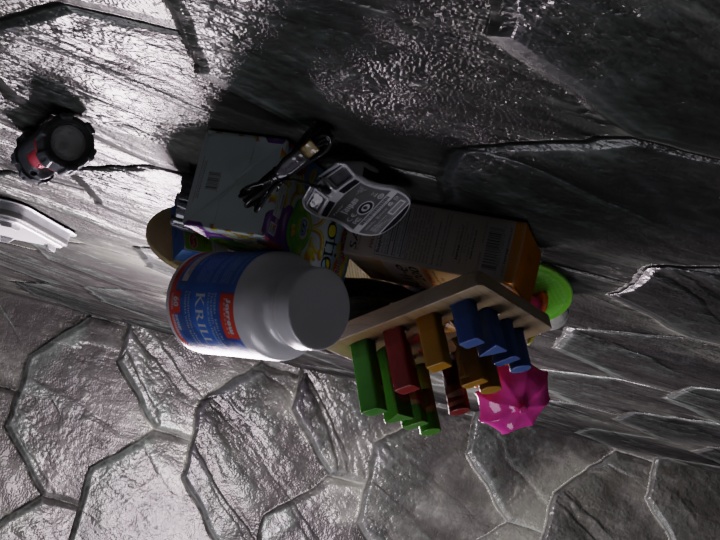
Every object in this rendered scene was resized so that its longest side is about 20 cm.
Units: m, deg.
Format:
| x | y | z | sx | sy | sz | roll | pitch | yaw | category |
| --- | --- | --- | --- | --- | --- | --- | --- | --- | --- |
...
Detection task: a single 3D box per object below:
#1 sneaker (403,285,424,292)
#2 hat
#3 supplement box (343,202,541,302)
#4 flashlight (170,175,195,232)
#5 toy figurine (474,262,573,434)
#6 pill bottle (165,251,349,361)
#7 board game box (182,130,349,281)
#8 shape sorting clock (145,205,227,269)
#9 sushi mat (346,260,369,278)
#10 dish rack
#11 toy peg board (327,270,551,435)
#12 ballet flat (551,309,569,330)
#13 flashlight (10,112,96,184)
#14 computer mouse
| x | y | z | sx | sy | sz | roll | pitch | yaw | category |
| --- | --- | --- | --- | --- | --- | --- | --- | --- | --- |
| 0.069 | 0.073 | 1.609 | 0.076 | 0.113 | 0.202 | 9 | 134 | 3 | sneaker |
| -0.023 | 0.054 | 1.480 | 0.198 | 0.082 | 0.201 | 6 | -173 | -1 | hat |
| 0.094 | -0.020 | 1.433 | 0.198 | 0.074 | 0.126 | 11 | 169 | 19 | supplement box |
| -0.125 | -0.058 | 1.517 | 0.197 | 0.069 | 0.068 | 15 | -155 | -6 | flashlight |
| 0.171 | 0.114 | 1.555 | 0.148 | 0.186 | 0.200 | 17 | 147 | -15 | toy figurine |
| -0.106 | 0.036 | 1.317 | 0.112 | 0.114 | 0.199 | 23 | 165 | -39 | pill bottle |
| -0.090 | -0.063 | 1.374 | 0.102 | 0.106 | 0.200 | 9 | 169 | 25 | board game box |
| -0.169 | -0.031 | 1.577 | 0.197 | 0.040 | 0.201 | 16 | -154 | -8 | shape sorting clock |
| 0.000 | 0.000 | 1.635 | 0.094 | 0.012 | 0.201 | 10 | 147 | 14 | sushi mat |
| -0.593 | -0.080 | 2.138 | 0.170 | 0.044 | 0.200 | 12 | 168 | 20 | dish rack |
| 0.094 | 0.103 | 1.399 | 0.197 | 0.099 | 0.199 | -22 | 155 | 24 | toy peg board |
| 0.176 | 0.032 | 1.660 | 0.197 | 0.070 | 0.069 | 9 | 169 | 8 | ballet flat |
| -0.359 | -0.134 | 1.473 | 0.067 | 0.068 | 0.199 | 24 | 166 | -21 | flashlight |
| -0.026 | -0.084 | 1.276 | 0.199 | 0.110 | 0.044 | 19 | -148 | -52 | computer mouse |
